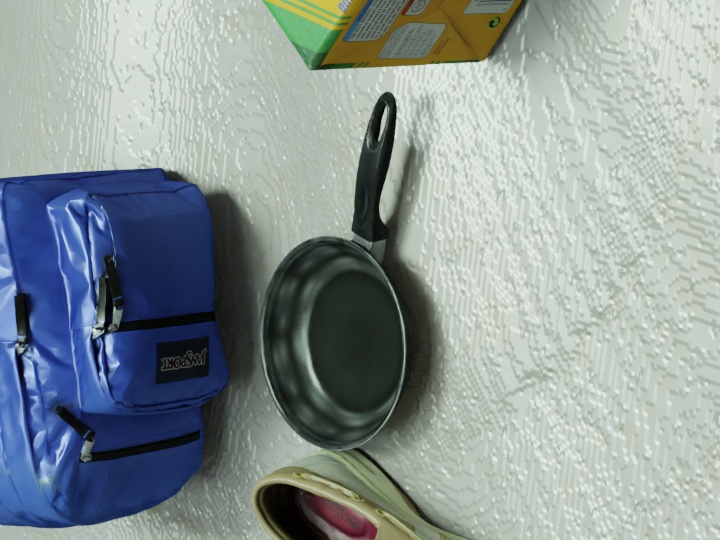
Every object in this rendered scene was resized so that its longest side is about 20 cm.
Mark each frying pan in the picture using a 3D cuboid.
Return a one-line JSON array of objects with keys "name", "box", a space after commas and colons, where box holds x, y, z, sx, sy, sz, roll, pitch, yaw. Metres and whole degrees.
[{"name": "frying pan", "box": [-0.012, 0.001, 1.463, 0.115, 0.031, 0.191, 2, 93, 46]}]

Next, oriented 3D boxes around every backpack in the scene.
[{"name": "backpack", "box": [-0.165, 0.046, 1.537, 0.167, 0.162, 0.201, 0, 94, 43]}]

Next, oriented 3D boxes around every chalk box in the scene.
[{"name": "chalk box", "box": [-0.003, -0.213, 1.357, 0.200, 0.124, 0.125, 55, 130, 26]}]

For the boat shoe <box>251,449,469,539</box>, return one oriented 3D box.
[{"name": "boat shoe", "box": [0.018, 0.164, 1.428, 0.200, 0.066, 0.074, 34, 119, 39]}]
